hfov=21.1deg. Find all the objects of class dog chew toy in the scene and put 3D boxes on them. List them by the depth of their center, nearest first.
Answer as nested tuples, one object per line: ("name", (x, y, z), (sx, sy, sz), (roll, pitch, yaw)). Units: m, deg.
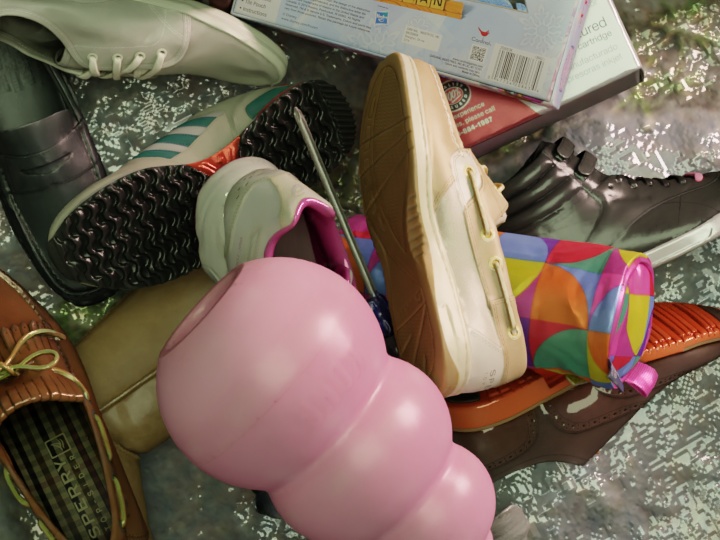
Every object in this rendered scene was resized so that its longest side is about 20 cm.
("dog chew toy", (-0.010, 0.087, 1.015), (0.200, 0.125, 0.125), (43, 81, -9))

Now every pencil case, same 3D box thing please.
("pencil case", (0.075, 0.020, 1.140), (0.200, 0.088, 0.088), (11, 81, 23))

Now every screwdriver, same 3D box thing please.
("screwdriver", (0.000, 0.000, 1.111), (0.028, 0.029, 0.200), (-26, 92, -27))

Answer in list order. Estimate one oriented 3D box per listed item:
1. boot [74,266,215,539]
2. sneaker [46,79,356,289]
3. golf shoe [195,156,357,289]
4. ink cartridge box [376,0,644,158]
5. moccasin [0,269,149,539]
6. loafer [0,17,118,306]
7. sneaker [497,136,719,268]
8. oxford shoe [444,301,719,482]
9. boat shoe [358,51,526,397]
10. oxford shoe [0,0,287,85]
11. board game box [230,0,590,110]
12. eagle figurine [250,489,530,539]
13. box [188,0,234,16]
("boot", (-0.105, 0.086, 1.159), (0.200, 0.066, 0.175), (-36, 88, -10))
("sneaker", (-0.101, -0.051, 1.161), (0.200, 0.093, 0.070), (-32, 106, -16))
("golf shoe", (-0.037, 0.036, 1.102), (0.075, 0.092, 0.200), (-26, 113, -30))
("ink cartridge box", (0.067, -0.179, 1.185), (0.146, 0.083, 0.200), (-25, 86, 8))
("moccasin", (-0.187, 0.081, 1.091), (0.074, 0.078, 0.201), (-23, 74, -6))
("loafer", (-0.196, -0.074, 1.165), (0.068, 0.070, 0.201), (-20, 85, -1))
("sneaker", (0.163, -0.050, 1.198), (0.200, 0.071, 0.099), (-25, 91, -4))
("oxford shoe", (0.142, 0.074, 1.194), (0.200, 0.071, 0.073), (-18, 113, -11))
("boat shoe", (0.049, -0.026, 1.084), (0.069, 0.074, 0.200), (-2, 74, -25))
("oxford shoe", (-0.140, -0.136, 1.135), (0.200, 0.075, 0.058), (16, 71, -20))
("board game box", (0.047, -0.216, 1.124), (0.200, 0.041, 0.200), (18, 94, 11))
("eagle figurine", (0.010, 0.169, 1.118), (0.200, 0.151, 0.152), (27, 71, 5))
("box", (-0.129, -0.268, 1.147), (0.164, 0.166, 0.200), (16, 81, -1))
